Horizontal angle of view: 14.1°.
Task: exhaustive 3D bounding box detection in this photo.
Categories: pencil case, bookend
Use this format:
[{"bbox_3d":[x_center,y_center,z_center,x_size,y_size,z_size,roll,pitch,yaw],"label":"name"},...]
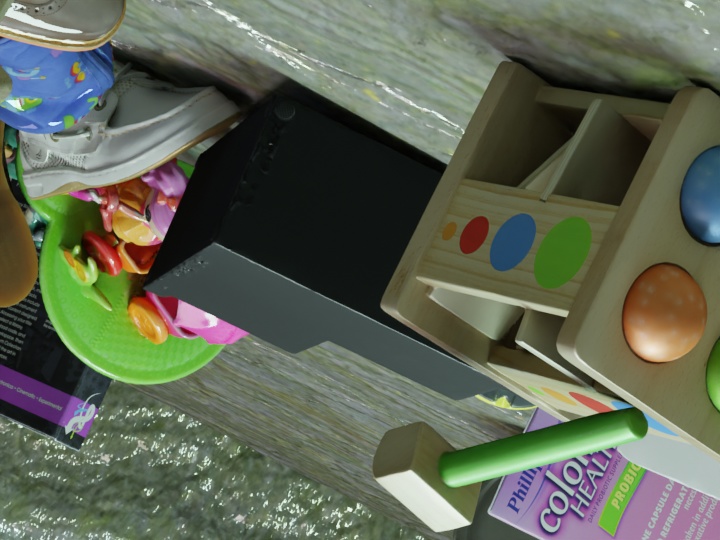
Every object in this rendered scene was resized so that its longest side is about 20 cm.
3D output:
[{"bbox_3d":[-0.180,-0.131,1.528,0.087,0.078,0.200,23,171,9],"label":"pencil case"},{"bbox_3d":[0.000,0.000,1.639,0.199,0.092,0.199,26,167,-10],"label":"bookend"}]

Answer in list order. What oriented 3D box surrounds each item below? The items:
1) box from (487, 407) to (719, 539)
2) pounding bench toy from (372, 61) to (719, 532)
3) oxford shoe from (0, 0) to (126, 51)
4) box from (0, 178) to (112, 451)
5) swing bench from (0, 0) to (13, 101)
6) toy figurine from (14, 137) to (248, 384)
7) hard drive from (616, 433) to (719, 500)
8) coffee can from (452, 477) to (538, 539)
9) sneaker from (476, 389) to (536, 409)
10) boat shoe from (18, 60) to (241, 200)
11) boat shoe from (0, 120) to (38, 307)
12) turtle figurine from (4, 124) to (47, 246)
[{"bbox_3d":[0.200,0.161,1.954,0.199,0.097,0.176,25,-179,8],"label":"box"},{"bbox_3d":[0.105,0.031,1.247,0.124,0.201,0.156,33,170,-33],"label":"pounding bench toy"},{"bbox_3d":[-0.188,-0.167,1.380,0.200,0.072,0.073,31,165,-26],"label":"oxford shoe"},{"bbox_3d":[-0.212,0.011,2.031,0.143,0.201,0.036,21,173,36],"label":"box"},{"bbox_3d":[-0.220,-0.193,1.156,0.200,0.130,0.199,29,173,20],"label":"swing bench"},{"bbox_3d":[-0.113,-0.024,1.805,0.200,0.150,0.184,58,157,-14],"label":"toy figurine"},{"bbox_3d":[0.221,0.074,1.375,0.132,0.026,0.200,22,-156,23],"label":"hard drive"},{"bbox_3d":[0.170,0.239,2.402,0.146,0.147,0.200,23,171,21],"label":"coffee can"},{"bbox_3d":[0.038,0.035,1.855,0.200,0.075,0.085,30,179,9],"label":"sneaker"},{"bbox_3d":[-0.147,-0.090,1.699,0.200,0.071,0.070,-11,103,51],"label":"boat shoe"},{"bbox_3d":[-0.259,-0.074,1.831,0.070,0.201,0.070,-19,-158,-26],"label":"boat shoe"},{"bbox_3d":[-0.259,-0.083,1.959,0.149,0.101,0.200,14,160,-20],"label":"turtle figurine"}]
